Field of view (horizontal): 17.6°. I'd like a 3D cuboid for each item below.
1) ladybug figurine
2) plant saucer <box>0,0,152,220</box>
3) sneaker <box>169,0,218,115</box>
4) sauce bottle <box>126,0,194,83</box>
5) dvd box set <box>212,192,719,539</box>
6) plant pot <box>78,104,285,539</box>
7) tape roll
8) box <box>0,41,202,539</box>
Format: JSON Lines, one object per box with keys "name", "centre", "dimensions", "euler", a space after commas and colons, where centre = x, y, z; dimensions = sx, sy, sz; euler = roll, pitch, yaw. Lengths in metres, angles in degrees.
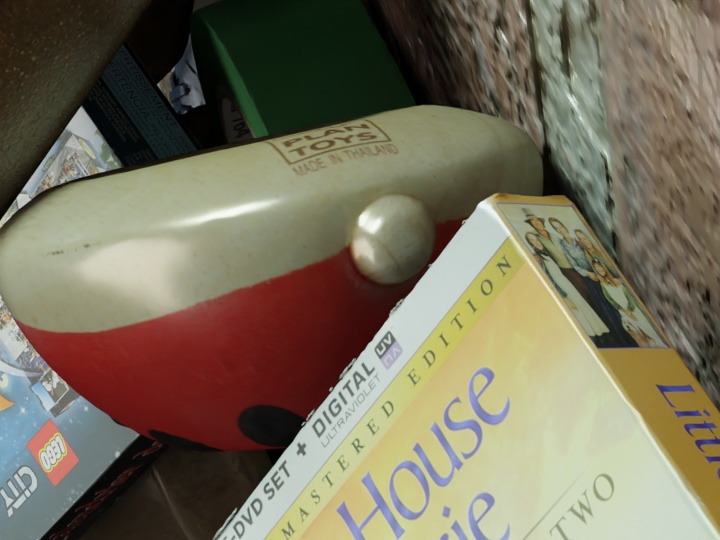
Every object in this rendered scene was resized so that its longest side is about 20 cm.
{"name": "ladybug figurine", "centre": [-0.022, 0.003, 0.588], "dimensions": [0.200, 0.135, 0.072], "euler": [-178, 75, -74]}
{"name": "plant saucer", "centre": [-0.087, -0.065, 0.636], "dimensions": [0.037, 0.201, 0.200], "euler": [35, 178, -11]}
{"name": "sneaker", "centre": [-0.067, -0.027, 1.030], "dimensions": [0.075, 0.084, 0.201], "euler": [147, 102, -82]}
{"name": "sauce bottle", "centre": [-0.105, -0.077, 0.831], "dimensions": [0.064, 0.200, 0.065], "euler": [29, -144, -24]}
{"name": "dvd box set", "centre": [0.043, 0.106, 0.450], "dimensions": [0.147, 0.029, 0.201], "euler": [-52, 55, 31]}
{"name": "plant pot", "centre": [-0.098, 0.056, 0.921], "dimensions": [0.200, 0.174, 0.201], "euler": [-21, -90, -76]}
{"name": "tape roll", "centre": [0.000, 0.000, 0.779], "dimensions": [0.200, 0.048, 0.202], "euler": [158, 90, -82]}
{"name": "box", "centre": [-0.119, 0.016, 0.796], "dimensions": [0.137, 0.038, 0.200], "euler": [54, 129, 11]}
